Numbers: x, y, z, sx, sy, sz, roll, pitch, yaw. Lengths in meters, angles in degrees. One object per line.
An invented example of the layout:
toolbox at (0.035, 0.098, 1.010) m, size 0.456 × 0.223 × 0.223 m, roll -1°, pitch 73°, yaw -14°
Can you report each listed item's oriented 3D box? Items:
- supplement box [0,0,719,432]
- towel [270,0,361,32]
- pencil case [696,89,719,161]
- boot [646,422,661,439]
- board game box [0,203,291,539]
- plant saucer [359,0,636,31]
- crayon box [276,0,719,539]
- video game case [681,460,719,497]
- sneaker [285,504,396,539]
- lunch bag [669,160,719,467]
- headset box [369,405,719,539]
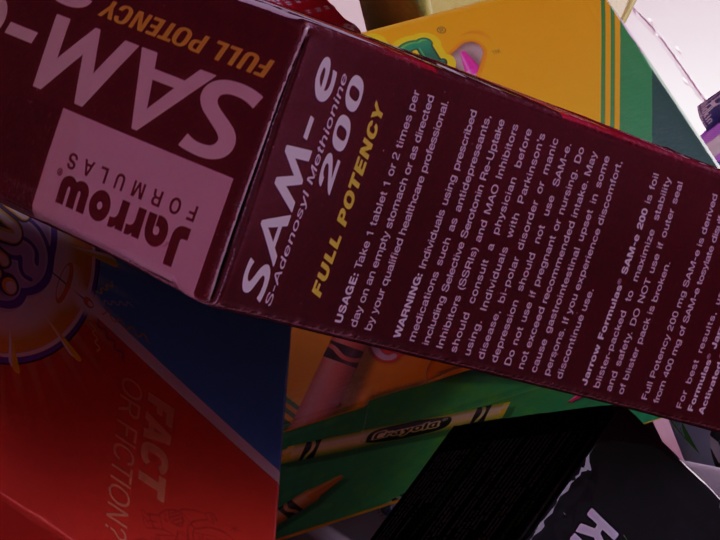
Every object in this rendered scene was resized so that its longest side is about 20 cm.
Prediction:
supplement box at (0.009, -0.017, 0.661) m, size 0.109 × 0.061 × 0.200 m, roll 23°, pitch 6°, yaw 42°
towel at (-0.077, -0.107, 0.908) m, size 0.144 × 0.023 × 0.200 m, roll 6°, pitch 34°, yaw -46°
pencil case at (0.187, 0.021, 1.134) m, size 0.084 × 0.085 × 0.200 m, roll 29°, pitch 37°, yaw -47°
boot at (0.061, 0.069, 0.924) m, size 0.182 × 0.072 × 0.200 m, roll 15°, pitch 51°, yaw -66°
board game box at (-0.101, -0.008, 0.650) m, size 0.200 × 0.040 × 0.153 m, roll 37°, pitch 34°, yaw -27°
plant saucer at (0.053, -0.126, 0.995) m, size 0.048 × 0.200 × 0.200 m, roll 21°, pitch 66°, yaw 19°
crayon box at (-0.001, 0.000, 0.813) m, size 0.200 × 0.058 × 0.119 m, roll -16°, pitch 56°, yaw -20°
video game case at (0.143, 0.122, 0.805) m, size 0.200 × 0.018 × 0.143 m, roll 44°, pitch -13°, yaw -16°
sneaker at (0.000, 0.000, 0.904) m, size 0.075 × 0.082 × 0.200 m, roll 20°, pitch 43°, yaw -42°
lunch bag at (0.171, 0.067, 0.951) m, size 0.200 × 0.124 × 0.170 m, roll 69°, pitch -2°, yaw -58°
headset box at (0.063, 0.164, 0.725) m, size 0.200 × 0.093 × 0.174 m, roll 44°, pitch 69°, yaw -14°
